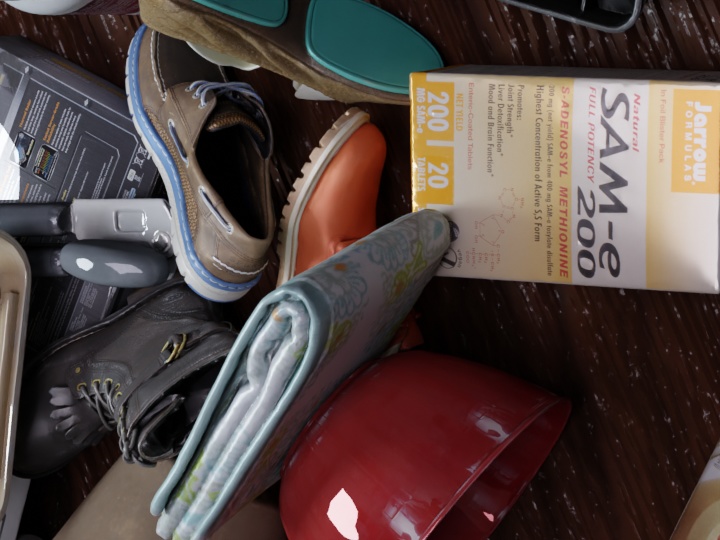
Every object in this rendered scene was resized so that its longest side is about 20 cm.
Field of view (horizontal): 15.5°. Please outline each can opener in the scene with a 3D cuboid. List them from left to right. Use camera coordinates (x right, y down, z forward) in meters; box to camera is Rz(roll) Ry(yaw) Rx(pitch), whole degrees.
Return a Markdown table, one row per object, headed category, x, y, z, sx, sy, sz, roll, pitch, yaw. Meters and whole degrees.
| category | x | y | z | sx | sy | sz | roll | pitch | yaw |
| --- | --- | --- | --- | --- | --- | --- | --- | --- | --- |
| can opener | -0.204 | -0.020 | 1.707 | 0.200 | 0.066 | 0.053 | 2 | 99 | 30 |

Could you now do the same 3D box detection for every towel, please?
| category | x | y | z | sx | sy | sz | roll | pitch | yaw |
| --- | --- | --- | --- | --- | --- | --- | --- | --- | --- |
| towel | -0.038 | 0.060 | 1.559 | 0.048 | 0.171 | 0.200 | 38 | 122 | 9 |

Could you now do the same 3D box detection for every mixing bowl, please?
| category | x | y | z | sx | sy | sz | roll | pitch | yaw |
| --- | --- | --- | --- | --- | --- | --- | --- | --- | --- |
| mixing bowl | 0.024 | 0.121 | 1.584 | 0.108 | 0.200 | 0.200 | 40 | 111 | 13 |

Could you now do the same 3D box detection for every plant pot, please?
| category | x | y | z | sx | sy | sz | roll | pitch | yaw |
| --- | --- | --- | --- | --- | --- | --- | --- | --- | --- |
| plant pot | -0.129 | 0.207 | 1.695 | 0.200 | 0.200 | 0.175 | 27 | 91 | 21 |

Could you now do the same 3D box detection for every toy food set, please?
| category | x | y | z | sx | sy | sz | roll | pitch | yaw |
| --- | --- | --- | --- | --- | --- | --- | --- | --- | --- |
| toy food set | -0.288 | 0.070 | 1.696 | 0.143 | 0.060 | 0.200 | 1 | 82 | 39 |

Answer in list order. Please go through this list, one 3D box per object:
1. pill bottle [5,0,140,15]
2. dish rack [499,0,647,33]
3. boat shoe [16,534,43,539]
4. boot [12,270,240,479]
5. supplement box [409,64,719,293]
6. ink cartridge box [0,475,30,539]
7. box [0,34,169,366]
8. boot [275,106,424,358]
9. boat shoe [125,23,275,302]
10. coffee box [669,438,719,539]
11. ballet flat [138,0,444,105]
| category | x | y | z | sx | sy | sz | roll | pitch | yaw |
| --- | --- | --- | --- | --- | --- | --- | --- | --- | --- |
| pill bottle | -0.172 | -0.212 | 1.639 | 0.110 | 0.200 | 0.110 | 3 | 96 | 29 |
| dish rack | 0.117 | -0.255 | 1.558 | 0.153 | 0.055 | 0.200 | 19 | 118 | 22 |
| boat shoe | -0.234 | 0.282 | 1.807 | 0.066 | 0.072 | 0.200 | -13 | 90 | 31 |
| boot | -0.147 | 0.081 | 1.657 | 0.200 | 0.174 | 0.069 | -41 | 110 | 4 |
| supplement box | 0.132 | -0.057 | 1.582 | 0.200 | 0.074 | 0.126 | 3 | 99 | 26 |
| ink cartridge box | -0.312 | 0.183 | 1.787 | 0.146 | 0.084 | 0.200 | 12 | 89 | 39 |
| box | -0.211 | -0.034 | 1.768 | 0.158 | 0.048 | 0.200 | 28 | 108 | 20 |
| boot | 0.000 | 0.000 | 1.661 | 0.107 | 0.075 | 0.200 | 21 | 113 | 18 |
| boat shoe | -0.089 | -0.083 | 1.665 | 0.072 | 0.072 | 0.200 | -43 | 58 | 46 |
| coffee box | 0.261 | 0.130 | 1.538 | 0.114 | 0.080 | 0.200 | 31 | 109 | 20 |
| ballet flat | -0.048 | -0.141 | 1.643 | 0.072 | 0.200 | 0.068 | 133 | 150 | -55 |
